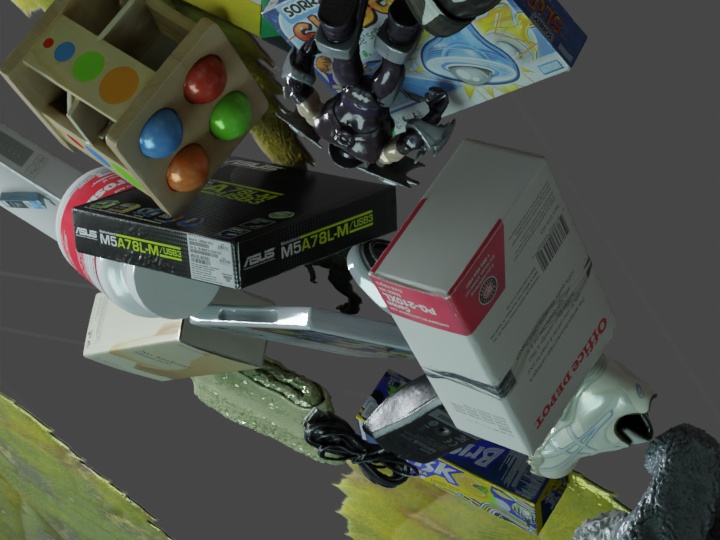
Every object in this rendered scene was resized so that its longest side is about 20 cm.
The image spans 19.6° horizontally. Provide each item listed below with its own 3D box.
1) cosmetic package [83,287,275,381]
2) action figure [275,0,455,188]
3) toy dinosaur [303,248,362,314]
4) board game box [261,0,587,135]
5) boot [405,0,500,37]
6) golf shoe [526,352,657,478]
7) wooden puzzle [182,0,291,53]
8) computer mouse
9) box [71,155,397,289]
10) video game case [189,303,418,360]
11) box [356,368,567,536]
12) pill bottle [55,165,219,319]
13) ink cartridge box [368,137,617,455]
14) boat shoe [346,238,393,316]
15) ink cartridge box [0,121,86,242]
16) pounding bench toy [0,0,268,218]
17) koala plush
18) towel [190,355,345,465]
[{"bbox_3d":[-0.184,0.060,2.090,0.105,0.072,0.199,19,163,-30],"label":"cosmetic package"},{"bbox_3d":[0.006,-0.129,1.438,0.129,0.070,0.200,19,150,3],"label":"action figure"},{"bbox_3d":[0.000,0.000,1.835,0.199,0.048,0.088,8,138,39],"label":"toy dinosaur"},{"bbox_3d":[0.041,-0.171,1.446,0.135,0.035,0.199,46,143,-22],"label":"board game box"},{"bbox_3d":[0.078,-0.248,1.270,0.174,0.069,0.201,-23,99,44],"label":"boot"},{"bbox_3d":[0.201,0.138,1.794,0.097,0.079,0.200,24,155,10],"label":"golf shoe"},{"bbox_3d":[-0.088,-0.227,1.548,0.199,0.037,0.185,31,155,10],"label":"wooden puzzle"},{"bbox_3d":[0.057,0.129,1.903,0.199,0.053,0.138,-24,139,32],"label":"computer mouse"},{"bbox_3d":[-0.104,-0.043,1.725,0.199,0.193,0.048,13,116,41],"label":"box"},{"bbox_3d":[-0.023,0.056,1.870,0.199,0.023,0.182,14,172,-39],"label":"video game case"},{"bbox_3d":[0.097,0.173,1.995,0.199,0.064,0.070,25,154,22],"label":"box"},{"bbox_3d":[-0.198,-0.023,1.896,0.112,0.112,0.200,49,171,-28],"label":"pill bottle"},{"bbox_3d":[0.108,0.022,1.613,0.084,0.145,0.200,16,149,38],"label":"ink cartridge box"},{"bbox_3d":[0.083,0.024,1.739,0.199,0.069,0.057,32,125,-14],"label":"boat shoe"},{"bbox_3d":[-0.302,-0.050,2.125,0.199,0.045,0.176,32,154,9],"label":"ink cartridge box"},{"bbox_3d":[-0.160,-0.125,1.677,0.156,0.124,0.200,33,168,30],"label":"pounding bench toy"},{"bbox_3d":[0.271,0.254,1.816,0.177,0.184,0.200,36,168,-4],"label":"koala plush"},{"bbox_3d":[-0.106,0.135,2.216,0.199,0.037,0.149,23,154,25],"label":"towel"}]
